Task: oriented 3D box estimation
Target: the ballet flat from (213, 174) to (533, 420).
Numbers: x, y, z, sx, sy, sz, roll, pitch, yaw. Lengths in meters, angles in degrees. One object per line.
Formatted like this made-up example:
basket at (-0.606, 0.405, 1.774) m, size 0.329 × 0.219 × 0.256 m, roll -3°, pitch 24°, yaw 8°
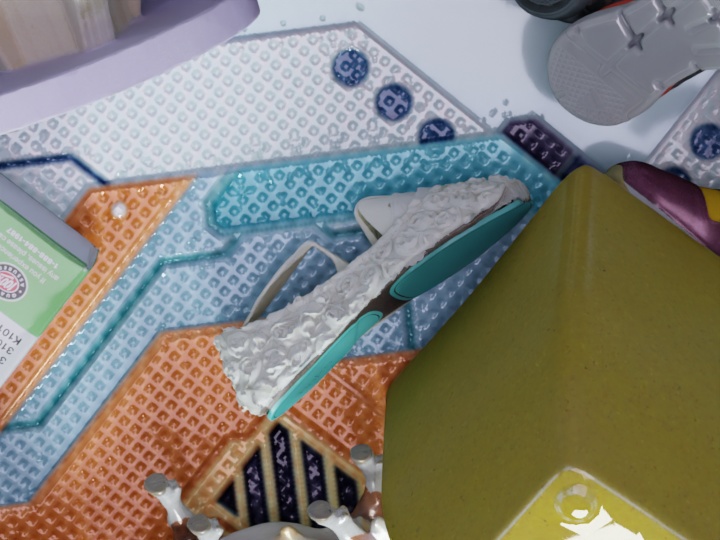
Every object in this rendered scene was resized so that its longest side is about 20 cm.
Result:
ballet flat at (0.000, 0.000, 1.145) m, size 0.200 × 0.072 × 0.072 m, roll -39°, pitch 101°, yaw 3°

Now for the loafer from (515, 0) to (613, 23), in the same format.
loafer at (0.132, -0.231, 1.119) m, size 0.072 × 0.063 × 0.202 m, roll 22°, pitch 100°, yaw 34°

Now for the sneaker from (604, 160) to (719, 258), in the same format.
sneaker at (0.227, -0.018, 1.160) m, size 0.199 × 0.075 × 0.090 m, roll 34°, pitch 81°, yaw -10°

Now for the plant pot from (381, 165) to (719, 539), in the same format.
plant pot at (0.127, 0.109, 1.074) m, size 0.194 × 0.200 × 0.196 m, roll 34°, pitch 119°, yaw -10°

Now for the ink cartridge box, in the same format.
ink cartridge box at (-0.258, 0.029, 1.118) m, size 0.146 × 0.084 × 0.200 m, roll 37°, pitch 96°, yaw -9°

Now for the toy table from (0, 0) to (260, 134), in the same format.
toy table at (-0.157, -0.151, 1.056) m, size 0.199 × 0.183 × 0.118 m, roll -32°, pitch 113°, yaw -36°

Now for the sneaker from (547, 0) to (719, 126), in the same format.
sneaker at (0.189, -0.141, 1.088) m, size 0.199 × 0.082 × 0.078 m, roll -16°, pitch 106°, yaw 36°

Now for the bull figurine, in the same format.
bull figurine at (-0.064, 0.168, 1.161) m, size 0.198 × 0.065 × 0.122 m, roll -11°, pitch 131°, yaw -10°
